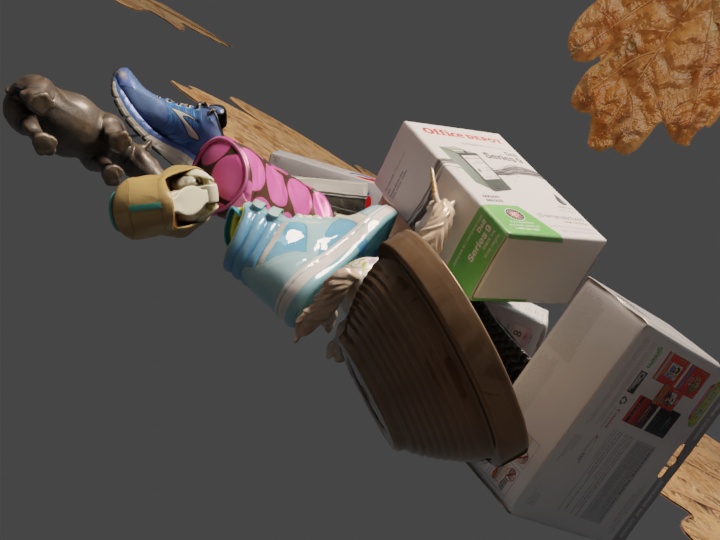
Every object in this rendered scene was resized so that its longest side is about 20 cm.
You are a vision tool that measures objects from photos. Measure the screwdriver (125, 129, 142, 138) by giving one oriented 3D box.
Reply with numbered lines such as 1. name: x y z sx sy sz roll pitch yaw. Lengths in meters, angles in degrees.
1. screwdriver: -0.257 -0.149 1.138 0.029 0.028 0.200 6 9 2

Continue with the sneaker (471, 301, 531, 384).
1. sneaker: 0.133 0.090 1.011 0.201 0.070 0.090 56 8 8

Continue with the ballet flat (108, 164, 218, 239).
1. ballet flat: -0.162 -0.061 0.926 0.062 0.069 0.200 -8 10 12

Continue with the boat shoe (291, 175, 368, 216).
1. boat shoe: -0.079 -0.088 1.286 0.198 0.064 0.071 2 7 -28

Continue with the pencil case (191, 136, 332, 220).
1. pencil case: -0.103 -0.071 1.110 0.094 0.091 0.200 41 10 30

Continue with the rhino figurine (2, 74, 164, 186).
1. rhino figurine: -0.247 -0.122 0.950 0.199 0.060 0.087 28 8 -47

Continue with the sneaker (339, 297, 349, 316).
1. sneaker: 0.000 0.000 1.132 0.087 0.075 0.200 46 10 16

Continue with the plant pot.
1. plant pot: 0.044 0.077 0.803 0.202 0.092 0.201 61 -9 15

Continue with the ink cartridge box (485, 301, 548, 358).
1. ink cartridge box: 0.115 0.032 1.142 0.198 0.058 0.162 21 7 10

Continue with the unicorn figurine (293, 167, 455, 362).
1. unicorn figurine: 0.028 0.006 0.934 0.074 0.138 0.200 33 33 16

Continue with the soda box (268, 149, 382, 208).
1. soda box: -0.031 -0.106 1.387 0.198 0.064 0.068 16 11 4

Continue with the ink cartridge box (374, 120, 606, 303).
1. ink cartridge box: 0.127 -0.061 1.030 0.145 0.085 0.200 2 37 -38

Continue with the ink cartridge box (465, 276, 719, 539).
1. ink cartridge box: 0.220 0.134 0.913 0.175 0.201 0.084 26 13 -39

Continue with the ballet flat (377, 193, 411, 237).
1. ballet flat: 0.096 -0.034 1.117 0.199 0.070 0.069 28 6 28

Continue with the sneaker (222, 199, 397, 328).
1. sneaker: -0.055 -0.038 0.985 0.130 0.080 0.200 34 38 14

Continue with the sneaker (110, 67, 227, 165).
1. sneaker: -0.197 -0.164 1.152 0.200 0.089 0.079 41 1 -5
